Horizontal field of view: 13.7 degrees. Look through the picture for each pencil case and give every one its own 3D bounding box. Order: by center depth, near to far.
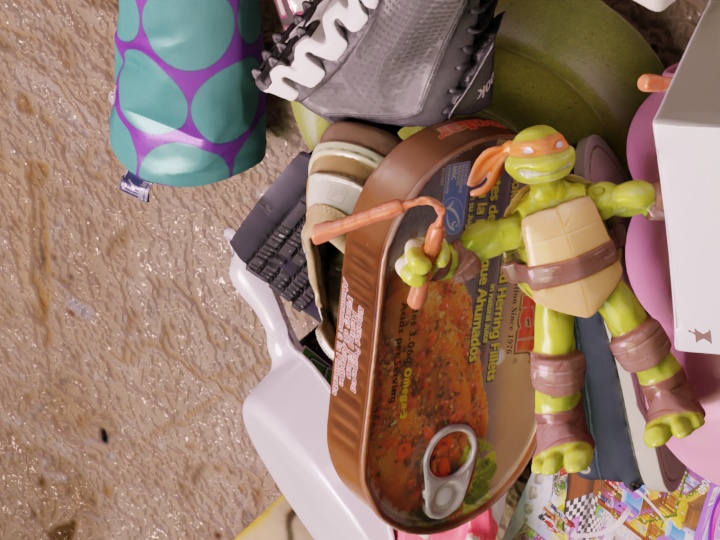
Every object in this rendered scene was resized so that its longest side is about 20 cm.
[{"bbox_3d":[-0.096,-0.138,1.555,0.092,0.085,0.201,16,132,17],"label":"pencil case"}]

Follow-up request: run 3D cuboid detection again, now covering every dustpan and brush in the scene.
[{"bbox_3d":[-0.034,0.072,1.650,0.201,0.057,0.140,55,166,-4],"label":"dustpan and brush"}]

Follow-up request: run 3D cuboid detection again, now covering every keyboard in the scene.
[{"bbox_3d":[0.000,0.000,1.537,0.127,0.021,0.200,32,162,-4],"label":"keyboard"}]

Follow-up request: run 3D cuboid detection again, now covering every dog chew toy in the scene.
[{"bbox_3d":[0.178,-0.001,1.381,0.124,0.124,0.201,-3,110,45],"label":"dog chew toy"}]

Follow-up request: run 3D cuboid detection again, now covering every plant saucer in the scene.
[{"bbox_3d":[0.057,-0.068,1.447,0.199,0.031,0.201,10,139,9],"label":"plant saucer"}]

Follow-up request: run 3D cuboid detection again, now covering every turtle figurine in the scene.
[{"bbox_3d":[0.084,0.004,1.314,0.064,0.199,0.162,-141,34,-73],"label":"turtle figurine"}]

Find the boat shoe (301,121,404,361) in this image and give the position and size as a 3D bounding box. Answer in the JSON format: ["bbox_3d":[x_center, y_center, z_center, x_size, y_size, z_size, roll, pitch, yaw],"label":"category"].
[{"bbox_3d":[0.003,0.014,1.425,0.071,0.076,0.200,12,151,24],"label":"boat shoe"}]

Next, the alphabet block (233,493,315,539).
[{"bbox_3d":[-0.037,0.277,1.753,0.200,0.195,0.197,41,139,11],"label":"alphabet block"}]

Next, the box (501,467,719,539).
[{"bbox_3d":[0.151,0.142,1.581,0.137,0.039,0.201,38,140,16],"label":"box"}]

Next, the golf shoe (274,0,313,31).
[{"bbox_3d":[-0.010,-0.143,1.494,0.088,0.077,0.201,-122,14,-45],"label":"golf shoe"}]

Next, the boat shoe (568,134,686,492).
[{"bbox_3d":[0.112,0.023,1.442,0.061,0.075,0.201,0,132,24],"label":"boat shoe"}]

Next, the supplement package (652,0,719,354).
[{"bbox_3d":[0.198,-0.063,1.220,0.109,0.200,0.114,4,126,20],"label":"supplement package"}]

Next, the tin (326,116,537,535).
[{"bbox_3d":[0.041,0.025,1.372,0.042,0.111,0.201,37,128,49],"label":"tin"}]

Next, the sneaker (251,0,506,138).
[{"bbox_3d":[0.036,-0.116,1.338,0.090,0.067,0.200,38,140,-11],"label":"sneaker"}]

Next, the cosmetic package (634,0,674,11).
[{"bbox_3d":[0.139,-0.221,1.246,0.073,0.103,0.201,30,137,23],"label":"cosmetic package"}]

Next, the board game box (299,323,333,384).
[{"bbox_3d":[0.041,0.042,1.621,0.105,0.023,0.200,47,142,0],"label":"board game box"}]

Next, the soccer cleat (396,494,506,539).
[{"bbox_3d":[0.063,0.078,1.567,0.066,0.077,0.201,13,123,-6],"label":"soccer cleat"}]
